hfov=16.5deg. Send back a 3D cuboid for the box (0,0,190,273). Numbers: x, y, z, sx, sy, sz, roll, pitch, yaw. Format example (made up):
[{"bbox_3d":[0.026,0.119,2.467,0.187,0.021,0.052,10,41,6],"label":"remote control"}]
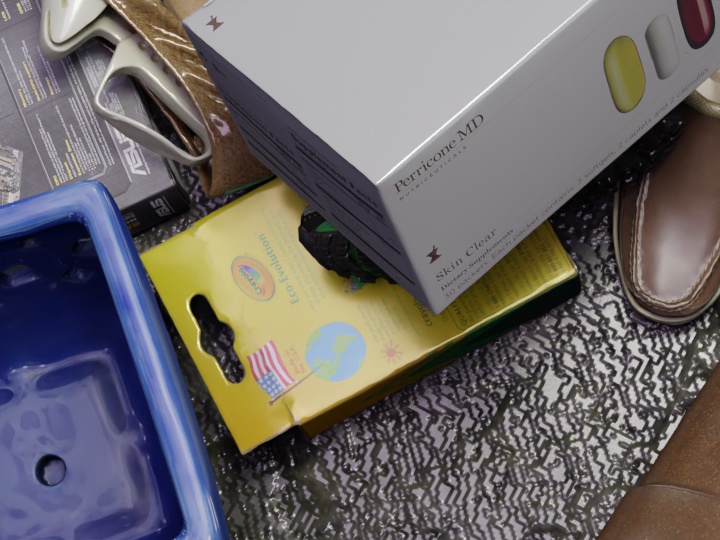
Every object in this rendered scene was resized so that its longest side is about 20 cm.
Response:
[{"bbox_3d":[-0.203,-0.094,1.360,0.158,0.048,0.200,-25,75,2],"label":"box"}]

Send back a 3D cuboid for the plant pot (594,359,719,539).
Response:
[{"bbox_3d":[0.230,0.107,1.201,0.200,0.200,0.198,26,74,12],"label":"plant pot"}]

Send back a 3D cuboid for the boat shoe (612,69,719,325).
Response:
[{"bbox_3d":[0.176,-0.075,1.296,0.075,0.075,0.203,11,80,9],"label":"boat shoe"}]

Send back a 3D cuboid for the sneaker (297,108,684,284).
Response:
[{"bbox_3d":[0.058,-0.058,1.263,0.200,0.078,0.085,-25,69,-8],"label":"sneaker"}]

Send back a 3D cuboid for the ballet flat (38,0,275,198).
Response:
[{"bbox_3d":[-0.121,-0.116,1.304,0.072,0.068,0.200,-42,91,-20],"label":"ballet flat"}]

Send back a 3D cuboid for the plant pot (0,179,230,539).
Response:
[{"bbox_3d":[-0.174,0.091,1.250,0.200,0.180,0.200,-19,76,2],"label":"plant pot"}]

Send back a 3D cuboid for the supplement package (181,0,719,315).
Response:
[{"bbox_3d":[0.049,-0.111,1.186,0.200,0.111,0.156,-41,53,-10],"label":"supplement package"}]

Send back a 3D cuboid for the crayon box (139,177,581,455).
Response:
[{"bbox_3d":[0.000,0.000,1.314,0.200,0.051,0.127,-28,76,0],"label":"crayon box"}]

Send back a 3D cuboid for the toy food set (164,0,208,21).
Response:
[{"bbox_3d":[-0.023,-0.185,1.358,0.200,0.049,0.198,-12,77,5],"label":"toy food set"}]
